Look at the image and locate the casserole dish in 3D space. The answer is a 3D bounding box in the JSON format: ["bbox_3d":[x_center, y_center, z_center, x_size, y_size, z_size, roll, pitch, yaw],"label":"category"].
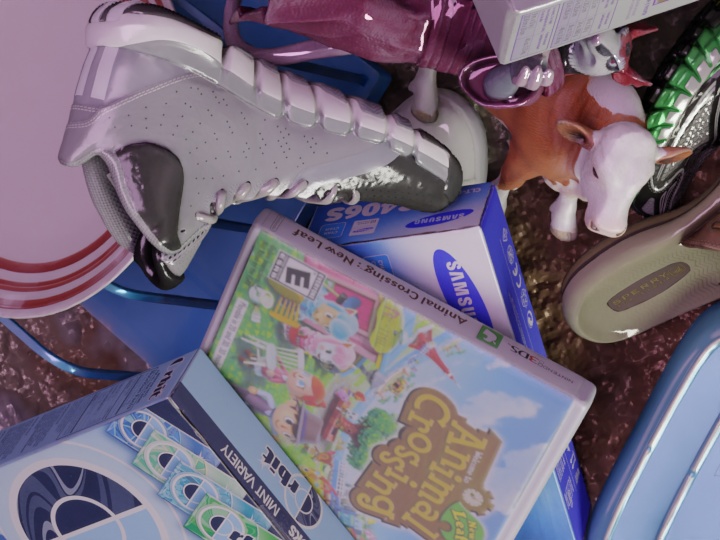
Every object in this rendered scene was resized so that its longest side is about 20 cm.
[{"bbox_3d":[0.186,0.108,1.451,0.121,0.039,0.201,30,102,14],"label":"casserole dish"}]

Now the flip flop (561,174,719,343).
[{"bbox_3d":[0.186,-0.011,1.412,0.199,0.081,0.058,-30,43,22],"label":"flip flop"}]

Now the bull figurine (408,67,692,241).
[{"bbox_3d":[0.084,-0.085,1.409,0.201,0.065,0.122,64,147,27],"label":"bull figurine"}]

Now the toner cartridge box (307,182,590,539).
[{"bbox_3d":[0.044,0.056,1.445,0.095,0.043,0.201,-8,121,19],"label":"toner cartridge box"}]

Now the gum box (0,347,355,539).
[{"bbox_3d":[-0.109,0.142,1.487,0.199,0.045,0.170,-23,114,37],"label":"gum box"}]

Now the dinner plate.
[{"bbox_3d":[-0.159,-0.076,1.425,0.199,0.024,0.201,-4,83,32],"label":"dinner plate"}]

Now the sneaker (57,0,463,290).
[{"bbox_3d":[-0.054,-0.037,1.346,0.199,0.075,0.116,23,81,-23],"label":"sneaker"}]

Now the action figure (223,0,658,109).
[{"bbox_3d":[0.036,-0.110,1.321,0.199,0.134,0.149,19,145,-4],"label":"action figure"}]

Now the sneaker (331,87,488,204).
[{"bbox_3d":[0.000,0.000,1.482,0.073,0.085,0.201,31,102,16],"label":"sneaker"}]

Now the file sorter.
[{"bbox_3d":[-0.110,-0.057,1.479,0.139,0.123,0.201,38,105,28],"label":"file sorter"}]

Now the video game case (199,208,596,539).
[{"bbox_3d":[-0.001,0.084,1.436,0.181,0.022,0.200,28,131,3],"label":"video game case"}]

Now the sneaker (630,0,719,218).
[{"bbox_3d":[0.198,-0.099,1.410,0.085,0.078,0.200,38,112,-2],"label":"sneaker"}]

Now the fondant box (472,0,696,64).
[{"bbox_3d":[0.127,-0.189,1.244,0.199,0.058,0.145,-19,72,-9],"label":"fondant box"}]
